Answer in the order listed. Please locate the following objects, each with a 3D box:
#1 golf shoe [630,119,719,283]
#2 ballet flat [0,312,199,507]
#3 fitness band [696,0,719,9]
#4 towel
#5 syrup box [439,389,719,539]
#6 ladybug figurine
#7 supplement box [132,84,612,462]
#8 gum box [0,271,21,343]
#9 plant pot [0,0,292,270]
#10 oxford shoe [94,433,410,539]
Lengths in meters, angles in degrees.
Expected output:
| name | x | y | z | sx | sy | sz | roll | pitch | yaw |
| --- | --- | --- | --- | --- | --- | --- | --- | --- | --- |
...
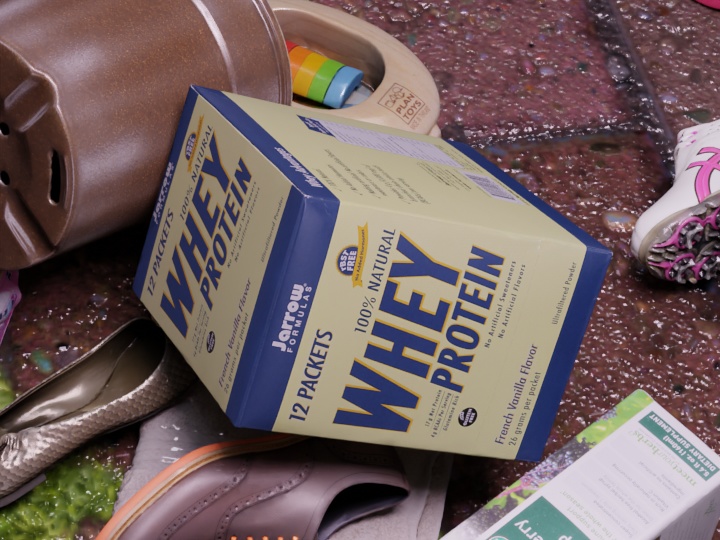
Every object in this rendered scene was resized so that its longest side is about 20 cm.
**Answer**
| name | x | y | z | sx | sy | sz | roll | pitch | yaw |
| --- | --- | --- | --- | --- | --- | --- | --- | --- | --- |
| golf shoe | 0.242 | -0.056 | 1.308 | 0.092 | 0.073 | 0.199 | 36 | 46 | 29 |
| ballet flat | -0.165 | 0.071 | 1.153 | 0.199 | 0.047 | 0.067 | -34 | 38 | -18 |
| fitness band | 0.307 | -0.282 | 1.527 | 0.142 | 0.038 | 0.201 | 1 | 48 | -4 |
| towel | -0.046 | 0.133 | 1.140 | 0.198 | 0.035 | 0.133 | 10 | 48 | 4 |
| syrup box | 0.118 | 0.165 | 1.095 | 0.199 | 0.082 | 0.079 | -32 | 57 | -30 |
| ladybug figurine | -0.034 | -0.122 | 1.335 | 0.199 | 0.072 | 0.136 | 27 | 53 | 18 |
| supplement box | 0.000 | 0.000 | 1.106 | 0.198 | 0.136 | 0.200 | 9 | 17 | -28 |
| gum box | -0.318 | 0.028 | 1.185 | 0.197 | 0.066 | 0.114 | 7 | 50 | 1 |
| plant pot | -0.178 | -0.104 | 1.186 | 0.199 | 0.202 | 0.198 | 30 | 33 | 20 |
| oxford shoe | -0.062 | 0.138 | 1.069 | 0.199 | 0.072 | 0.073 | -26 | 59 | -23 |
